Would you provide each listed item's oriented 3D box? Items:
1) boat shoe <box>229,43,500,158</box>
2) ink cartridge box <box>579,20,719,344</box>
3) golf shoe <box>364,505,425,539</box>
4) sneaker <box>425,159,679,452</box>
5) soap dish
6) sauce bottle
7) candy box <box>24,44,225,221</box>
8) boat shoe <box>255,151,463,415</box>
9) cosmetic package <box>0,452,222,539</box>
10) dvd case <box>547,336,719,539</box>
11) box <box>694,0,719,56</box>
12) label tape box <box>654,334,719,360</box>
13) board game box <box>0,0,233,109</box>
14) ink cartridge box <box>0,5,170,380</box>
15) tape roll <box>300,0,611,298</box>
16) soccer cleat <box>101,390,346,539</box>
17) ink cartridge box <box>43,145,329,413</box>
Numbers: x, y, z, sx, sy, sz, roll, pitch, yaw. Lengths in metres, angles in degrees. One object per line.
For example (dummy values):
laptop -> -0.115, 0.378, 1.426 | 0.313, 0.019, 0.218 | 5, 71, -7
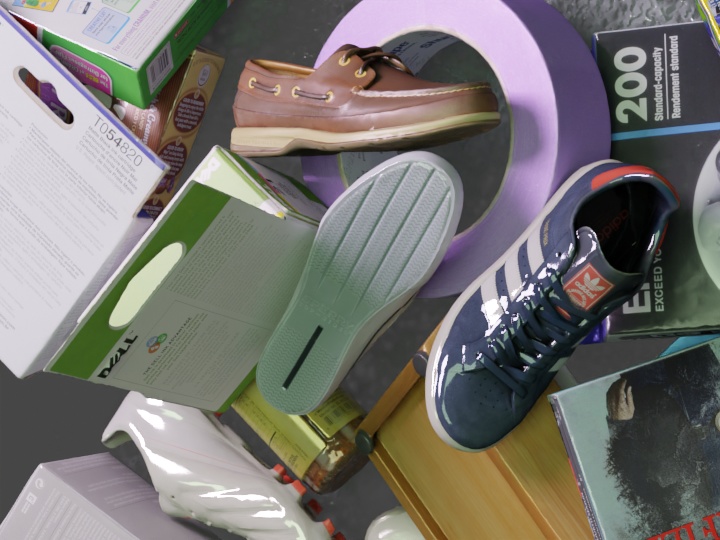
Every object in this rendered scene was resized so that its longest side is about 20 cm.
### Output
boat shoe -> -0.003, -0.106, 1.244 | 0.199, 0.072, 0.068 | 0, 93, 40
ink cartridge box -> 0.196, -0.056, 1.260 | 0.199, 0.043, 0.199 | -6, 76, 20
golf shoe -> 0.065, 0.235, 1.288 | 0.078, 0.097, 0.200 | -45, 74, 18
sneaker -> 0.112, 0.017, 1.160 | 0.075, 0.084, 0.200 | 37, 77, -18
soap dish -> 0.088, 0.126, 1.254 | 0.200, 0.081, 0.157 | 55, 147, 13
sauce bottle -> -0.071, 0.060, 1.358 | 0.066, 0.066, 0.200 | -46, 74, 13
candy box -> -0.186, -0.078, 1.405 | 0.116, 0.056, 0.201 | 25, 98, 18
boat shoe -> 0.000, 0.000, 1.247 | 0.073, 0.067, 0.200 | 40, 118, 3
cosmetic package -> -0.138, 0.212, 1.356 | 0.200, 0.107, 0.090 | 38, 101, 18
dvd case -> 0.206, 0.145, 1.173 | 0.145, 0.022, 0.201 | -17, 87, -14
box -> 0.262, -0.101, 1.190 | 0.070, 0.064, 0.201 | -24, 72, 9
label tape box -> 0.242, 0.131, 1.246 | 0.143, 0.066, 0.200 | -45, 77, 13
board game box -> -0.189, -0.208, 1.373 | 0.199, 0.040, 0.153 | 25, 59, 18
ink cartridge box -> -0.236, -0.064, 1.351 | 0.200, 0.041, 0.200 | 44, 117, 10
tape roll -> 0.057, -0.084, 1.284 | 0.199, 0.066, 0.201 | 1, 92, 37
soccer cleat -> -0.089, 0.150, 1.357 | 0.078, 0.069, 0.200 | -45, 67, -7
ink cartridge box -> -0.110, -0.001, 1.232 | 0.148, 0.200, 0.076 | -50, 62, 10
